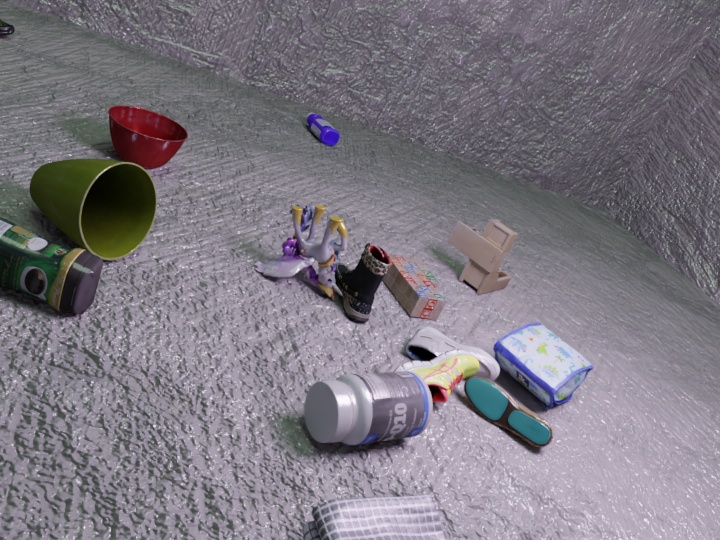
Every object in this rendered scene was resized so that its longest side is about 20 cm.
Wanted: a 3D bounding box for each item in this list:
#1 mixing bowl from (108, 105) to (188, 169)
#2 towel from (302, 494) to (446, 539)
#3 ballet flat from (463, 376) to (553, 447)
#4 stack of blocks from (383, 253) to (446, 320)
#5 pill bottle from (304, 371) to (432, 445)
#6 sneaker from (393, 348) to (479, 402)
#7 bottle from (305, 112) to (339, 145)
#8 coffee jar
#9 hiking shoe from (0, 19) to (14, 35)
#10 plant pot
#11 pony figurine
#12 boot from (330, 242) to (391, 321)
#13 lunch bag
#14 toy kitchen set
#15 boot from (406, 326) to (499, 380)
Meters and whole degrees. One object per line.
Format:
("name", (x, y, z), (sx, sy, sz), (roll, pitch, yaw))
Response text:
("mixing bowl", (-0.555, -0.329, 1.702), (0.199, 0.109, 0.200), (21, 23, -10))
("towel", (0.041, 0.376, 0.859), (0.199, 0.086, 0.166), (9, 29, -32))
("ballet flat", (0.294, 0.286, 1.338), (0.200, 0.071, 0.065), (37, -1, 20))
("stack of blocks", (0.137, 0.040, 1.673), (0.114, 0.059, 0.200), (10, 28, -32))
("pill bottle", (0.013, 0.227, 1.103), (0.199, 0.114, 0.114), (4, 31, -39))
("sneaker", (0.158, 0.219, 1.305), (0.199, 0.079, 0.090), (-11, 45, -26))
("bottle", (-0.155, -0.561, 2.615), (0.083, 0.066, 0.200), (10, 28, -38))
("coffee jar", (-0.524, -0.007, 1.076), (0.199, 0.105, 0.085), (23, 26, -7))
("hiking shoe", (-1.185, -0.805, 2.078), (0.199, 0.101, 0.076), (16, 26, -19))
("plant pot", (-0.532, -0.137, 1.281), (0.199, 0.189, 0.187), (18, 20, 24))
("pony figurine", (-0.115, -0.044, 1.485), (0.192, 0.202, 0.166), (17, 27, 22))
("boot", (0.002, 0.001, 1.504), (0.073, 0.155, 0.204), (13, 27, -25))
("lunch bag", (0.402, 0.212, 1.494), (0.170, 0.128, 0.199), (40, 18, 29))
("toy kitchen set", (0.367, -0.066, 1.937), (0.163, 0.201, 0.180), (39, 27, 28))
("boot", (0.192, 0.194, 1.414), (0.199, 0.074, 0.096), (24, 29, 17))
